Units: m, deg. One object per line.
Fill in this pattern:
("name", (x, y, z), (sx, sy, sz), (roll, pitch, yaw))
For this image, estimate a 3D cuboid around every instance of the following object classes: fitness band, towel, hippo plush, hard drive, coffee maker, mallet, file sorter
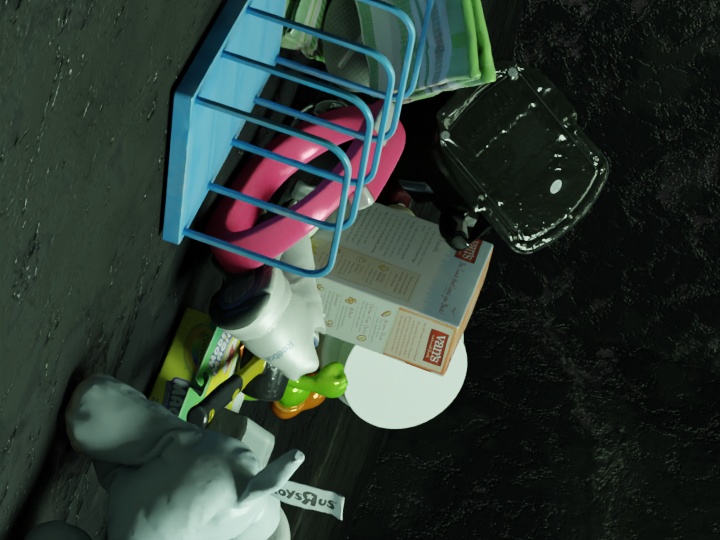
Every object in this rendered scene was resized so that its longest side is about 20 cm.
("fitness band", (-0.040, -0.066, 1.453), (0.143, 0.038, 0.200), (-22, -158, 30))
("towel", (-0.026, -0.241, 1.529), (0.200, 0.023, 0.154), (-3, 110, -82))
("towel", (0.036, -0.198, 1.408), (0.200, 0.030, 0.151), (-177, -107, -72))
("hippo plush", (-0.125, 0.179, 1.213), (0.162, 0.199, 0.159), (-61, 149, -17))
("hard drive", (-0.115, 0.184, 1.542), (0.200, 0.033, 0.141), (68, 43, -81))
("coffee maker", (0.095, -0.120, 1.605), (0.200, 0.134, 0.194), (-157, -132, -74))
("mallet", (-0.092, 0.092, 1.447), (0.200, 0.041, 0.066), (-50, 155, -65))
("file sorter", (-0.039, -0.116, 1.318), (0.139, 0.122, 0.201), (101, 11, -49))

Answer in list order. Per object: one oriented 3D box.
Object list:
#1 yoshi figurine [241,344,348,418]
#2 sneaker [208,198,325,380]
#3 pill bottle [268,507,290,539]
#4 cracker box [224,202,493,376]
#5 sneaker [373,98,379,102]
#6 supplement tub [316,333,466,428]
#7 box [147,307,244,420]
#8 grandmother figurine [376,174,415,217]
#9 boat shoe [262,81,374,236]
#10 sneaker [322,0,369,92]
("yoshi figurine", (-0.062, 0.059, 1.751), (0.200, 0.111, 0.113), (81, 17, -72))
("sneaker", (-0.064, 0.016, 1.472), (0.074, 0.087, 0.200), (-31, -158, 19))
("pill bottle", (-0.124, 0.284, 1.807), (0.201, 0.108, 0.109), (100, 11, -56))
("cracker box", (0.000, 0.000, 1.637), (0.134, 0.198, 0.058), (-61, 169, -55))
("sneaker", (0.019, -0.233, 1.682), (0.099, 0.071, 0.201), (-1, 123, -41))
("supplement tub", (0.017, 0.049, 1.881), (0.200, 0.143, 0.146), (-119, -140, -59))
("box", (-0.132, 0.110, 1.518), (0.200, 0.048, 0.118), (99, 11, -69))
("grandmother figurine", (0.030, -0.091, 1.802), (0.122, 0.060, 0.201), (111, -17, -50))
("boat shoe", (-0.028, -0.112, 1.642), (0.200, 0.074, 0.066), (-57, 173, -44))
("sneaker", (0.022, -0.239, 1.540), (0.080, 0.070, 0.202), (-42, 147, -80))
